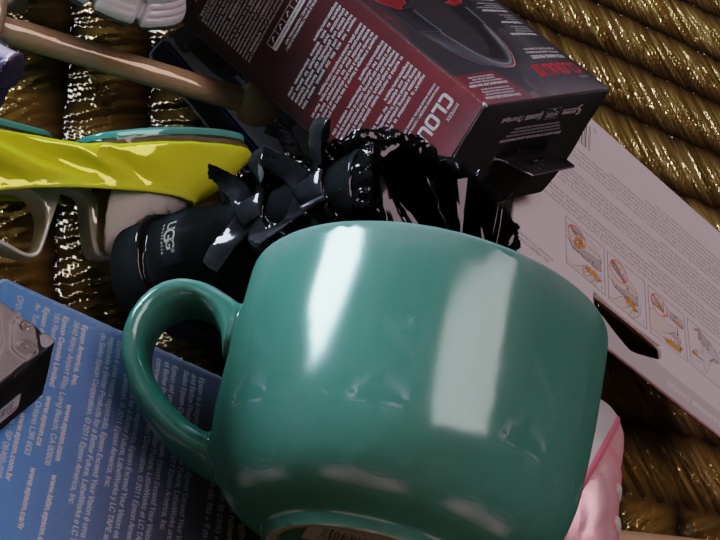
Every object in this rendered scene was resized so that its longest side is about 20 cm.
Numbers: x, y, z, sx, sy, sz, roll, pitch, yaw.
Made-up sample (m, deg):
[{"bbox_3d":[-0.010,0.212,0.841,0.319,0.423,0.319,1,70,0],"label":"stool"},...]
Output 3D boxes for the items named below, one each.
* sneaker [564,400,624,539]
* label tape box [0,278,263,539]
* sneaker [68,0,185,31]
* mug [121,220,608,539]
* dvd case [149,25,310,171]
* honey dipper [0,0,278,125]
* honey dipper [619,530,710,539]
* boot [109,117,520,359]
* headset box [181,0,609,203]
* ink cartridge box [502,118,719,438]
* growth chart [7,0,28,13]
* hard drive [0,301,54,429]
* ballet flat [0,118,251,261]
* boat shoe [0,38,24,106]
[{"bbox_3d":[0.104,0.162,0.842,0.105,0.075,0.200,39,50,-5],"label":"sneaker"},{"bbox_3d":[-0.092,0.111,0.721,0.200,0.066,0.144,28,46,-26],"label":"label tape box"},{"bbox_3d":[-0.163,-0.197,0.813,0.200,0.090,0.078,23,24,-12],"label":"sneaker"},{"bbox_3d":[0.004,0.068,0.693,0.152,0.185,0.115,39,54,-42],"label":"mug"},{"bbox_3d":[-0.008,-0.076,0.958,0.200,0.025,0.150,51,41,0],"label":"dvd case"},{"bbox_3d":[-0.130,-0.106,0.839,0.200,0.038,0.038,15,52,-25],"label":"honey dipper"},{"bbox_3d":[0.197,0.157,0.956,0.200,0.038,0.038,13,53,-31],"label":"honey dipper"},{"bbox_3d":[0.000,-0.001,0.783,0.198,0.162,0.074,23,58,-45],"label":"boot"},{"bbox_3d":[0.024,-0.108,0.875,0.200,0.075,0.149,42,27,20],"label":"headset box"},{"bbox_3d":[0.143,-0.003,0.996,0.200,0.045,0.176,37,41,-27],"label":"ink cartridge box"},{"bbox_3d":[-0.246,-0.200,0.849,0.200,0.018,0.145,20,50,-28],"label":"growth chart"},{"bbox_3d":[-0.235,0.018,0.632,0.200,0.038,0.140,32,40,14],"label":"hard drive"},{"bbox_3d":[-0.141,-0.037,0.797,0.200,0.067,0.067,3,80,-36],"label":"ballet flat"},{"bbox_3d":[-0.205,-0.085,0.679,0.200,0.093,0.075,35,5,39],"label":"boat shoe"}]
